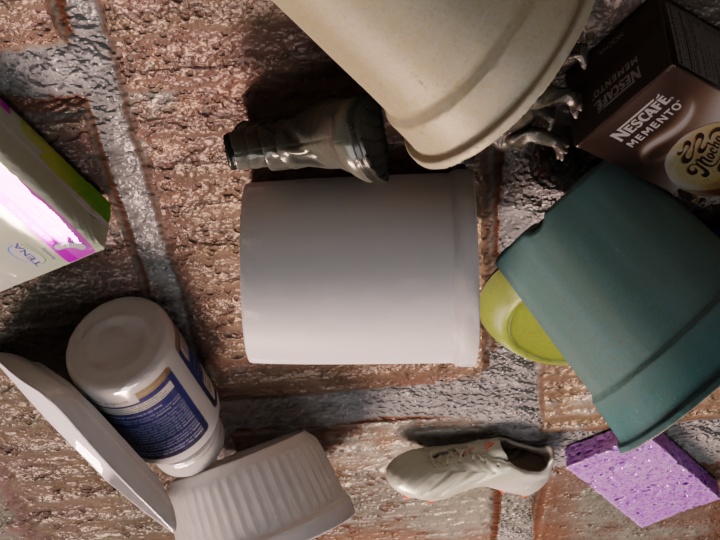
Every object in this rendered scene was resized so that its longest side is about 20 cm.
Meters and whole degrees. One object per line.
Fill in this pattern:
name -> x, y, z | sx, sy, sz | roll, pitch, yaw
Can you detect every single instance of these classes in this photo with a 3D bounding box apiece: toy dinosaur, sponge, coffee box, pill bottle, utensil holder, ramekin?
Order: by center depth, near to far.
toy dinosaur -> 0.121, -0.143, 1.145 | 0.101, 0.077, 0.201 | 7, 142, -13
coffee box -> 0.278, -0.125, 1.179 | 0.199, 0.080, 0.113 | 21, 138, -29
utensil holder -> 0.000, 0.000, 1.253 | 0.198, 0.171, 0.171 | -1, 143, 0
pill bottle -> -0.207, 0.124, 1.447 | 0.110, 0.112, 0.201 | -11, 142, 10
ramekin -> -0.116, 0.250, 1.564 | 0.199, 0.106, 0.200 | -22, 177, -1
sponge -> 0.336, 0.243, 1.713 | 0.111, 0.030, 0.200 | -25, 138, 26

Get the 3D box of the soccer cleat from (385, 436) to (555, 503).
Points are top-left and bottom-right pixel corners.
soccer cleat -> 0.126, 0.220, 1.643 | 0.198, 0.070, 0.078 | 3, 138, -20

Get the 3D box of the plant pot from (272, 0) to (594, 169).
plant pot -> 0.031, -0.203, 0.986 | 0.183, 0.201, 0.200 | 33, 131, -24

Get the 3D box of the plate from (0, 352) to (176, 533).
plate -> -0.270, 0.162, 1.436 | 0.200, 0.032, 0.199 | 53, 162, -25

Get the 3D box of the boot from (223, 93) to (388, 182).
boot -> -0.045, -0.095, 1.125 | 0.129, 0.200, 0.068 | -10, 99, 3

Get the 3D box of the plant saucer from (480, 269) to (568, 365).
plant saucer -> 0.217, 0.040, 1.435 | 0.198, 0.031, 0.201 | -2, 143, -1

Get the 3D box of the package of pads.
package of pads -> -0.330, -0.063, 1.223 | 0.153, 0.069, 0.200 | -20, 139, 19

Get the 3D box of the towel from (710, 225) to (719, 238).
towel -> 0.330, 0.042, 1.400 | 0.147, 0.050, 0.201 | -20, 141, -8

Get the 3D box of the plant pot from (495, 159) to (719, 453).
plant pot -> 0.231, 0.016, 1.232 | 0.196, 0.200, 0.200 | 48, 133, 5
